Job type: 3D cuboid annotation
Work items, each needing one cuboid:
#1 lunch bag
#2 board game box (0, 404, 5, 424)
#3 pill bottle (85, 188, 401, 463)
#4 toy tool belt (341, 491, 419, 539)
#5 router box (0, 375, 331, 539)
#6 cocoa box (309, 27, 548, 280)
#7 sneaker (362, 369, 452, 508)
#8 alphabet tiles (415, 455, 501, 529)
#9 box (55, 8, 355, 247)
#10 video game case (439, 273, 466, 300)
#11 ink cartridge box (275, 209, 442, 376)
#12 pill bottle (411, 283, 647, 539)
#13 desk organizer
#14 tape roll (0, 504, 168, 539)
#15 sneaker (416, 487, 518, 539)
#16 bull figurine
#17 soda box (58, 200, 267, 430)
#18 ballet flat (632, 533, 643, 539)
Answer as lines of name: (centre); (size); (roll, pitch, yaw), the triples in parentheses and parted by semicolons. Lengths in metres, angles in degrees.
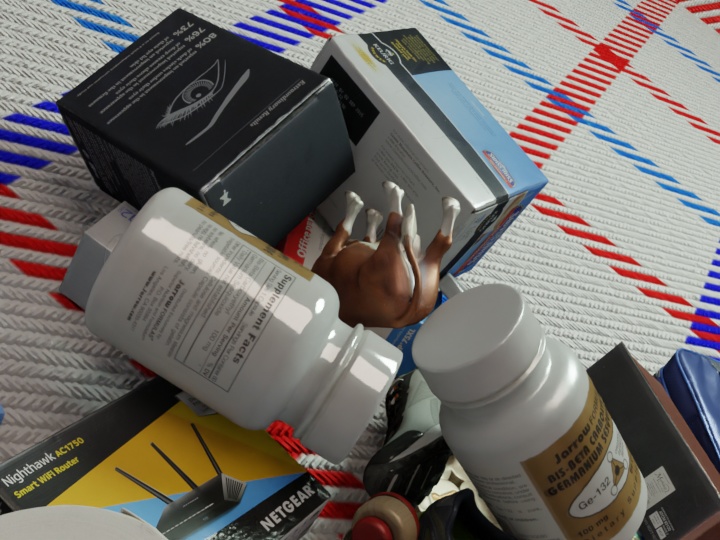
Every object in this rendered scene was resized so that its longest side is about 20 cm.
lunch bag: (0.338, 0.180, 1.038); (0.134, 0.133, 0.201); (16, 37, -26)
board game box: (-0.343, 0.059, 0.674); (0.199, 0.037, 0.152); (-10, 54, -46)
pill bottle: (-0.077, 0.042, 0.754); (0.199, 0.115, 0.115); (32, 33, -1)
toy tool belt: (0.047, 0.240, 0.717); (0.200, 0.125, 0.122); (45, 26, 17)
router box: (-0.132, 0.156, 0.722); (0.149, 0.051, 0.199); (41, 33, 13)
cocoa box: (0.040, -0.098, 0.979); (0.131, 0.134, 0.201); (-21, 67, -49)
sneaker: (0.045, 0.127, 0.892); (0.079, 0.075, 0.200); (31, 27, 14)
alphabet tiles: (0.123, 0.201, 0.928); (0.193, 0.015, 0.201); (10, 41, -30)
box: (-0.127, -0.110, 0.909); (0.199, 0.105, 0.148); (32, 64, 34)
video game case: (0.147, 0.093, 1.005); (0.201, 0.018, 0.143); (52, 5, 15)
ink cartridge box: (-0.025, 0.002, 0.999); (0.198, 0.068, 0.117); (26, 34, -13)
pill bottle: (0.121, 0.113, 0.798); (0.201, 0.113, 0.115); (57, 24, -26)
desk organizer: (0.258, 0.164, 0.950); (0.077, 0.072, 0.201); (39, 19, -34)
tape roll: (-0.168, 0.209, 0.549); (0.200, 0.037, 0.204); (-4, 41, 3)
sneaker: (0.105, 0.245, 0.787); (0.074, 0.081, 0.200); (-28, 69, -42)
bull figurine: (0.000, 0.000, 0.859); (0.065, 0.199, 0.123); (24, 77, -32)
soda box: (-0.133, 0.037, 0.860); (0.199, 0.069, 0.064); (36, 33, 1)
ballet flat: (0.161, 0.191, 0.907); (0.074, 0.075, 0.200); (-10, 49, -47)
